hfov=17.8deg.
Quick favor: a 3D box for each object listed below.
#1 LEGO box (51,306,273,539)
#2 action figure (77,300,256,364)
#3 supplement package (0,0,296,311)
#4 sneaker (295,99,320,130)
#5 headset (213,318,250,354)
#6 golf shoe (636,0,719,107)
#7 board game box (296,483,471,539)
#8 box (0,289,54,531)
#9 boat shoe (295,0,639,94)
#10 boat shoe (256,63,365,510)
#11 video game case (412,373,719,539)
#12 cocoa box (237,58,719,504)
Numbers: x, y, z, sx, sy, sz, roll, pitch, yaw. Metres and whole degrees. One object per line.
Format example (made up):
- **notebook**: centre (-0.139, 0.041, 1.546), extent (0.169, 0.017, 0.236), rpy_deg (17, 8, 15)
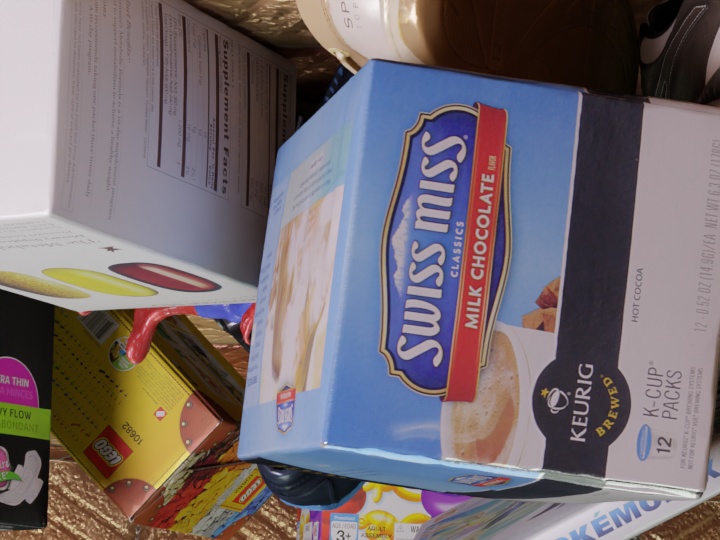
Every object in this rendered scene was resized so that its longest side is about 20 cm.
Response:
- **LEGO box**: centre (-0.140, 0.053, 1.313), extent (0.200, 0.077, 0.149), rpy_deg (46, -175, 20)
- **action figure**: centre (-0.044, 0.024, 1.050), extent (0.200, 0.099, 0.065), rpy_deg (-15, 137, 32)
- **supplement package**: centre (-0.117, -0.052, 0.944), extent (0.114, 0.110, 0.200), rpy_deg (-3, 169, 25)
- **sneaker**: centre (-0.069, -0.053, 1.093), extent (0.200, 0.074, 0.079), rpy_deg (-1, 147, 22)
- **headset**: centre (-0.027, -0.009, 1.169), extent (0.200, 0.124, 0.094), rpy_deg (31, 166, 45)
- **golf shoe**: centre (0.146, -0.061, 0.907), extent (0.078, 0.095, 0.200), rpy_deg (-10, 163, -7)
- **board game box**: centre (0.022, 0.074, 1.371), extent (0.105, 0.200, 0.103), rpy_deg (4, 170, -9)
- **box**: centre (-0.242, 0.025, 1.138), extent (0.124, 0.200, 0.149), rpy_deg (-7, 167, 34)
- **boat shoe**: centre (0.044, -0.089, 0.862), extent (0.069, 0.074, 0.200), rpy_deg (10, 175, 30)
- **boat shoe**: centre (0.000, 0.000, 0.963), extent (0.084, 0.200, 0.069), rpy_deg (2, 170, 16)
- **video game case**: centre (0.095, 0.093, 0.968), extent (0.182, 0.022, 0.200), rpy_deg (-29, -179, 10)
- **cocoa box**: centre (0.038, 0.012, 0.830), extent (0.131, 0.133, 0.200), rpy_deg (9, 173, -10)
